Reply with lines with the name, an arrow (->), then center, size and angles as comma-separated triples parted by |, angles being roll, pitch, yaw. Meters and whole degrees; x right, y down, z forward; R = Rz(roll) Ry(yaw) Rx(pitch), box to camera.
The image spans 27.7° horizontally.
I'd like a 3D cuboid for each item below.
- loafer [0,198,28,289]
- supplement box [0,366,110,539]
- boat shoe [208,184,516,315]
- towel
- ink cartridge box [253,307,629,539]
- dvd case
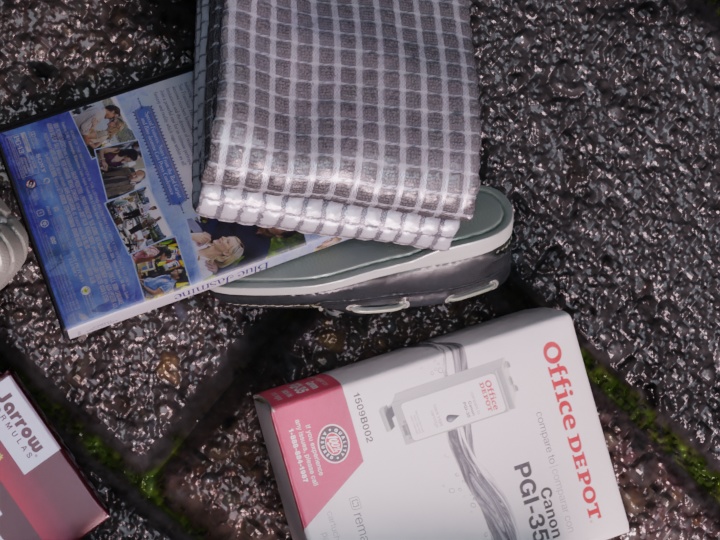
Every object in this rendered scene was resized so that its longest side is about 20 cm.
loafer -> -0.276, -0.063, 0.847 | 0.070, 0.070, 0.201 | -39, 85, 18
supplement box -> -0.258, 0.157, 0.852 | 0.199, 0.061, 0.109 | -36, 96, -12
boat shoe -> 0.000, 0.000, 0.908 | 0.198, 0.076, 0.061 | -7, 134, 1
towel -> -0.014, -0.120, 0.863 | 0.164, 0.086, 0.202 | 6, 62, -12
ink cartridge box -> 0.050, 0.119, 0.909 | 0.198, 0.083, 0.148 | -17, 92, -12
dvd case -> -0.106, -0.056, 0.883 | 0.198, 0.018, 0.144 | -20, 69, -12
